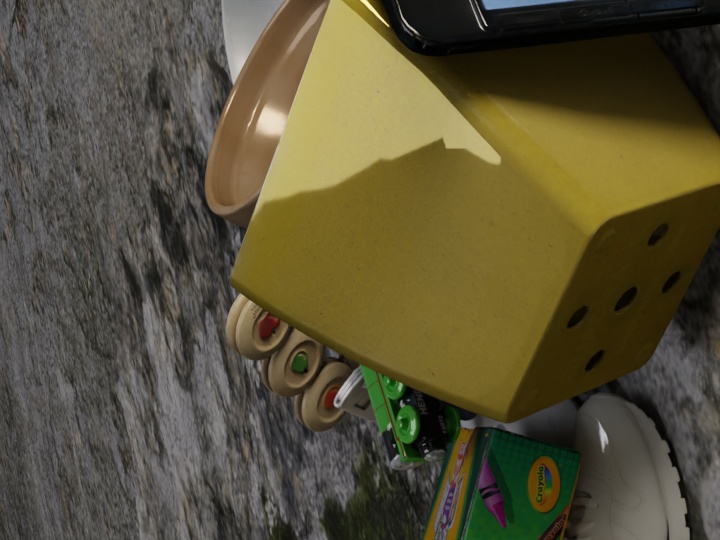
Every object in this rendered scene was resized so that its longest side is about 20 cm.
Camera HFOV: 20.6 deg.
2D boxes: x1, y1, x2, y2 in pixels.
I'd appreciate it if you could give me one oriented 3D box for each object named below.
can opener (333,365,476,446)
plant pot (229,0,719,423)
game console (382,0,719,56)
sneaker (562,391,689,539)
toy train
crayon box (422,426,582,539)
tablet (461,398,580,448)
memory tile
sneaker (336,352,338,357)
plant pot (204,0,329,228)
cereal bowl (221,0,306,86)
[{"bbox_3d":[0.041,0.092,1.290,0.067,0.053,0.200,45,-175,24],"label":"can opener"},{"bbox_3d":[0.081,-0.036,1.062,0.176,0.199,0.201,41,127,27],"label":"plant pot"},{"bbox_3d":[0.098,-0.213,0.957,0.117,0.199,0.177,112,145,-56],"label":"game console"},{"bbox_3d":[0.144,0.173,1.163,0.076,0.080,0.202,166,97,-72],"label":"sneaker"},{"bbox_3d":[0.011,0.030,1.185,0.056,0.041,0.201,-47,49,45],"label":"toy train"},{"bbox_3d":[0.078,0.160,1.206,0.200,0.058,0.120,129,157,-84],"label":"crayon box"},{"bbox_3d":[0.105,0.101,1.342,0.200,0.014,0.131,-122,30,-50],"label":"tablet"},{"bbox_3d":[0.000,0.000,1.300,0.017,0.200,0.153,24,161,37],"label":"memory tile"},{"bbox_3d":[0.029,-0.003,1.454,0.080,0.073,0.201,32,133,44],"label":"sneaker"},{"bbox_3d":[-0.018,-0.109,1.355,0.201,0.092,0.202,-47,28,34],"label":"plant pot"},{"bbox_3d":[-0.042,-0.194,1.534,0.200,0.083,0.202,172,90,-70],"label":"cereal bowl"}]
